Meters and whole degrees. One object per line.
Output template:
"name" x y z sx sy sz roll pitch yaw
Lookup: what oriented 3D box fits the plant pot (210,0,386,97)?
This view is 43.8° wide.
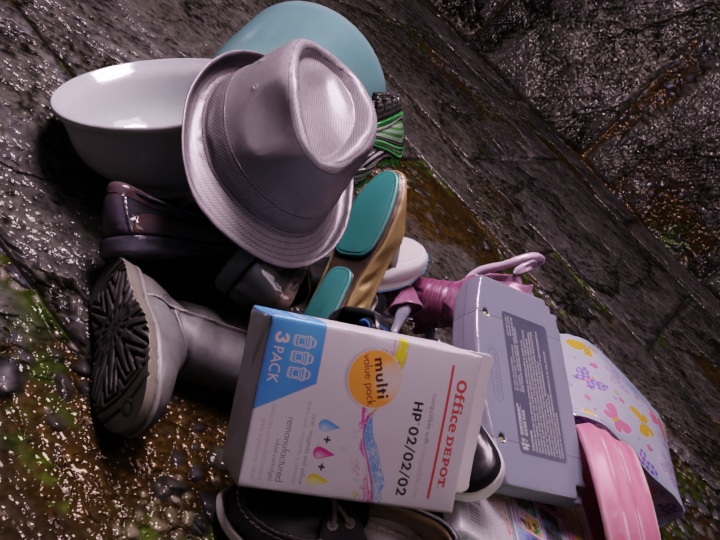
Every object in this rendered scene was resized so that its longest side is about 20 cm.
"plant pot" -0.092 -0.174 0.983 0.200 0.201 0.161 42 39 -2

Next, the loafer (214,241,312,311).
"loafer" -0.075 0.017 0.793 0.063 0.072 0.200 41 4 6

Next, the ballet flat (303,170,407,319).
"ballet flat" 0.000 0.000 0.869 0.068 0.201 0.063 18 -13 46

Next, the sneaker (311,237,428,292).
"sneaker" -0.019 -0.035 0.921 0.198 0.081 0.077 11 30 -15

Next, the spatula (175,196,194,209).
"spatula" -0.172 -0.061 0.867 0.056 0.021 0.200 34 29 -10

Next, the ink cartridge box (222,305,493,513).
"ink cartridge box" 0.013 0.102 0.640 0.198 0.116 0.068 12 -1 -19

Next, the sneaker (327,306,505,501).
"sneaker" 0.030 0.103 0.742 0.200 0.073 0.112 37 -18 40

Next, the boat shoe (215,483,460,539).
"boat shoe" -0.011 0.188 0.655 0.199 0.060 0.074 29 29 -28

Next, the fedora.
"fedora" -0.049 -0.111 0.725 0.177 0.090 0.201 40 41 -24

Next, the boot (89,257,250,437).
"boot" -0.105 0.080 0.693 0.199 0.073 0.183 34 23 -35

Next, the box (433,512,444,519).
"box" 0.134 0.241 0.825 0.137 0.040 0.200 43 23 1

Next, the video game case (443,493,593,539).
"video game case" 0.141 0.205 0.818 0.181 0.024 0.201 35 24 -19

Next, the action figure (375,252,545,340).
"action figure" 0.087 0.031 0.957 0.198 0.150 0.134 12 -8 15

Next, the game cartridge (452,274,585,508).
"game cartridge" 0.142 0.109 0.823 0.132 0.041 0.202 18 55 -33

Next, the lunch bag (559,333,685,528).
"lunch bag" 0.255 0.183 1.016 0.200 0.127 0.170 48 24 -14

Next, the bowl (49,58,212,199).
"bowl" -0.180 -0.127 0.834 0.199 0.091 0.202 0 29 0

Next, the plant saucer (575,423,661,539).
"plant saucer" 0.242 0.243 0.839 0.201 0.050 0.203 -10 90 -84

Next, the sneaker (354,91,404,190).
"sneaker" -0.031 -0.108 0.875 0.199 0.086 0.078 -25 23 -27

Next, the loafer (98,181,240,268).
"loafer" -0.146 -0.037 0.776 0.200 0.071 0.064 3 79 -63
